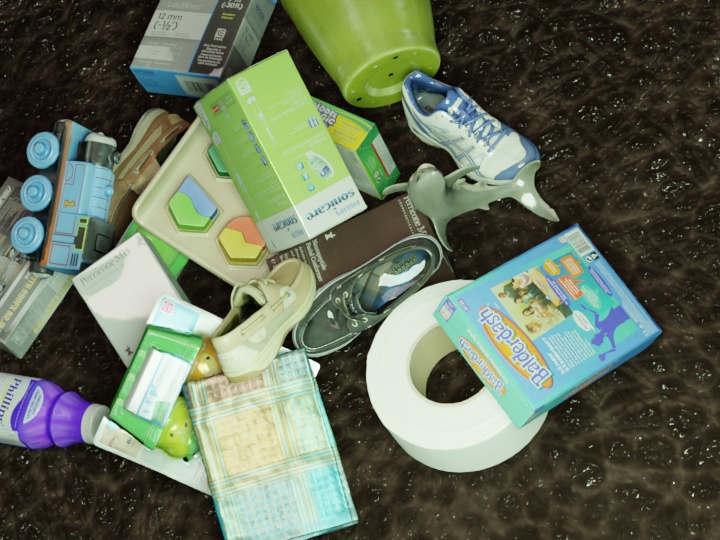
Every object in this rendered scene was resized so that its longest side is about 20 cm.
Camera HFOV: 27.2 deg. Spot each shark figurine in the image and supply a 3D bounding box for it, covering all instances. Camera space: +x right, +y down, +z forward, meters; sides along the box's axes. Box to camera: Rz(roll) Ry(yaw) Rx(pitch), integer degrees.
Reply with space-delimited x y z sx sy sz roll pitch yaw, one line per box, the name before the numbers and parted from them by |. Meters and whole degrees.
shark figurine | 0.115 -0.068 1.684 0.128 0.213 0.090 -21 75 44

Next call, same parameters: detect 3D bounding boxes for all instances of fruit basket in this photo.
fruit basket | -0.169 0.148 1.645 0.199 0.094 0.187 26 88 -3

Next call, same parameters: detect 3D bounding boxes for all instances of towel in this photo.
towel | -0.097 0.199 1.604 0.145 0.022 0.202 -16 88 -10

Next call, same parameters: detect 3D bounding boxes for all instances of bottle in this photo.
bottle | -0.393 0.172 1.786 0.198 0.065 0.084 7 64 24

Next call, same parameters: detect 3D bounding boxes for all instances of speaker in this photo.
speaker | -0.235 -0.059 1.844 0.088 0.089 0.201 19 70 28

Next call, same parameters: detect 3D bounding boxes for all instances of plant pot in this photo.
plant pot | 0.009 -0.316 1.846 0.199 0.200 0.194 -24 68 6

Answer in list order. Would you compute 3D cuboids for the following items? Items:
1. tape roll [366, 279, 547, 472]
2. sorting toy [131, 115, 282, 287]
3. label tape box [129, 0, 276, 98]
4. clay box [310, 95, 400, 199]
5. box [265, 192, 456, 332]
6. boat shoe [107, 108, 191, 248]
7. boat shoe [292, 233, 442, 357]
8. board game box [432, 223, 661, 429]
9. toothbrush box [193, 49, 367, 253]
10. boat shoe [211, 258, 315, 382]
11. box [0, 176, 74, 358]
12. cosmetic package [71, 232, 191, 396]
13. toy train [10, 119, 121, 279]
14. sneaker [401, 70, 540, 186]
tape roll | 0.110 0.114 1.626 0.200 0.071 0.204 -9 59 16
sorting toy | -0.148 -0.086 1.799 0.199 0.036 0.186 33 74 2
label tape box | -0.204 -0.330 1.996 0.142 0.066 0.202 9 68 25
clay box | -0.054 -0.166 1.817 0.199 0.115 0.048 28 73 30
box | 0.000 0.000 1.730 0.199 0.075 0.101 -25 57 4
boat shoe | -0.274 -0.118 1.899 0.071 0.076 0.201 14 70 24
boat shoe | 0.006 0.031 1.644 0.199 0.066 0.070 -32 95 8
board game box | 0.197 0.055 1.563 0.199 0.045 0.153 -26 71 -31
toothbrush box | -0.095 -0.132 1.709 0.086 0.145 0.201 -28 94 -22
boat shoe | -0.107 0.038 1.625 0.072 0.065 0.200 -14 28 31
box | -0.445 -0.007 1.915 0.157 0.048 0.201 23 72 28
cosmetic package | -0.240 0.067 1.737 0.101 0.074 0.201 -35 85 -1
toy train | -0.355 -0.086 1.832 0.113 0.087 0.202 7 82 19
sneaker | 0.123 -0.169 1.769 0.199 0.088 0.075 30 73 30
